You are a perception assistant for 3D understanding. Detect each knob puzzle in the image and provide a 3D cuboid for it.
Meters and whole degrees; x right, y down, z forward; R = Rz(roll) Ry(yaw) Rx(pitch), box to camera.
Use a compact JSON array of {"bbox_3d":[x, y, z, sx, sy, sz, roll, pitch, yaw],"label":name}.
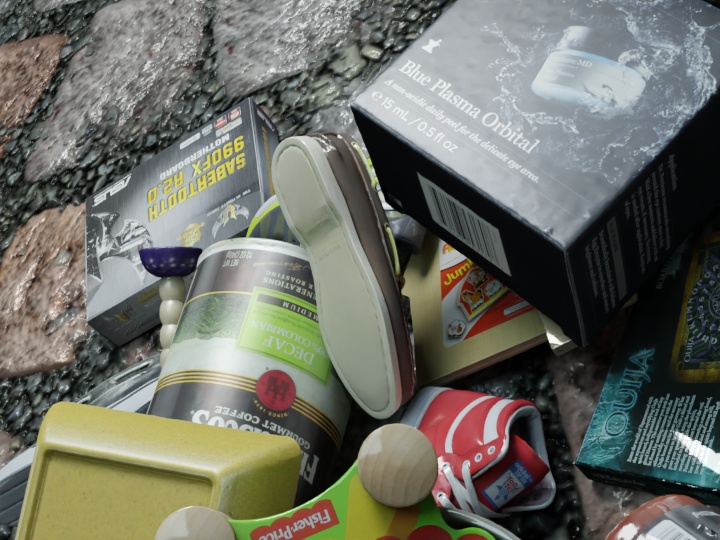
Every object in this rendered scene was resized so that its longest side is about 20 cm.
[{"bbox_3d":[0.117,-0.020,1.035,0.218,0.030,0.222,-26,44,28],"label":"knob puzzle"}]

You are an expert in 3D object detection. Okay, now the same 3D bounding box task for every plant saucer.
[{"bbox_3d":[-0.149,0.189,0.882,0.197,0.048,0.203,5,78,24],"label":"plant saucer"}]

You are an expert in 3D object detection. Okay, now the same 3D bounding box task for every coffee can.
[{"bbox_3d":[-0.079,0.100,1.016,0.145,0.146,0.202,-7,54,35],"label":"coffee can"}]

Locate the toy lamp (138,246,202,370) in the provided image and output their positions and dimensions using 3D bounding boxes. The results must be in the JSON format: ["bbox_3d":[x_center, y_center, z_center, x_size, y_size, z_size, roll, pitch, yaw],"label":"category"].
[{"bbox_3d":[-0.144,0.084,1.096,0.058,0.058,0.203,-4,85,36],"label":"toy lamp"}]

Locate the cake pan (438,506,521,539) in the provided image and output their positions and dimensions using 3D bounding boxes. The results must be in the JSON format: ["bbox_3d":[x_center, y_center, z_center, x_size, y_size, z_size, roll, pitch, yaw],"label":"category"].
[{"bbox_3d":[0.040,0.245,0.837,0.197,0.037,0.203,-5,72,15],"label":"cake pan"}]

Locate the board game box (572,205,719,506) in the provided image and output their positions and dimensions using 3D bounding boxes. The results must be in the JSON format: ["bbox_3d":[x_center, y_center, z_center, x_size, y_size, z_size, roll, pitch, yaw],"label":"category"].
[{"bbox_3d":[0.228,0.049,0.894,0.134,0.028,0.202,5,62,43],"label":"board game box"}]

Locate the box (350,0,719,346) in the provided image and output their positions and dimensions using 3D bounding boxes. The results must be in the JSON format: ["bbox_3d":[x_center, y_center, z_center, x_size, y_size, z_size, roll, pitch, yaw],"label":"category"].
[{"bbox_3d":[0.134,-0.097,0.929,0.200,0.118,0.196,-44,57,-14],"label":"box"}]

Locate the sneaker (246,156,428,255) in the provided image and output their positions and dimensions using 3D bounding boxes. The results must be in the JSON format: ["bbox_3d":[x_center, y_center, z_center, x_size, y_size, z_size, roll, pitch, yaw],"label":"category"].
[{"bbox_3d":[-0.022,-0.026,1.110,0.199,0.074,0.082,-25,43,38],"label":"sneaker"}]

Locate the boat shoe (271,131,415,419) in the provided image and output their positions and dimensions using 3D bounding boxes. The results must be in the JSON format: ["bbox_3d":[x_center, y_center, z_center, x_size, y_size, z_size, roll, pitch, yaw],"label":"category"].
[{"bbox_3d":[0.000,0.000,0.973,0.072,0.059,0.203,-27,82,47],"label":"boat shoe"}]

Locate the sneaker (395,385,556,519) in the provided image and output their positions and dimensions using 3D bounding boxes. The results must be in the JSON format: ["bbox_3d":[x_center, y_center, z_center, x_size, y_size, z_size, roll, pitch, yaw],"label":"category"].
[{"bbox_3d":[0.057,0.166,0.912,0.111,0.071,0.202,-2,55,41],"label":"sneaker"}]

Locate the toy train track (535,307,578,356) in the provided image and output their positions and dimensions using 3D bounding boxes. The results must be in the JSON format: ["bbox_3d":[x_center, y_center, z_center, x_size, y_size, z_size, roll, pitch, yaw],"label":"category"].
[{"bbox_3d":[0.120,-0.020,0.987,0.114,0.033,0.202,-28,48,14],"label":"toy train track"}]

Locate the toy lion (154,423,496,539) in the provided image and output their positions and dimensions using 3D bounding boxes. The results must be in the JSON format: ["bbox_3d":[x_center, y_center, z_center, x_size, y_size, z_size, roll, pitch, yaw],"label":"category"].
[{"bbox_3d":[0.003,0.199,0.795,0.197,0.069,0.194,-21,79,-4],"label":"toy lion"}]

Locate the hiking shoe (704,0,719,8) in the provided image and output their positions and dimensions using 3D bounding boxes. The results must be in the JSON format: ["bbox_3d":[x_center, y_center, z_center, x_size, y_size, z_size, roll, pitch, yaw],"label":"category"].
[{"bbox_3d":[0.181,-0.186,1.082,0.198,0.074,0.088,-21,48,25],"label":"hiking shoe"}]

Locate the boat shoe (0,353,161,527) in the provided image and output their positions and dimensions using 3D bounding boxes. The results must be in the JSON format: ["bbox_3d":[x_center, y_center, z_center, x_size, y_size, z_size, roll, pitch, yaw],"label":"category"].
[{"bbox_3d":[-0.223,0.142,1.169,0.198,0.072,0.071,-30,35,2],"label":"boat shoe"}]

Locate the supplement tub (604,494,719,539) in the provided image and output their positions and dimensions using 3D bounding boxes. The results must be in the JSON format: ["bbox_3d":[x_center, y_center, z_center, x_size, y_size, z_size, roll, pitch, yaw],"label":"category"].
[{"bbox_3d":[0.213,0.209,0.727,0.107,0.107,0.199,-50,43,-5],"label":"supplement tub"}]

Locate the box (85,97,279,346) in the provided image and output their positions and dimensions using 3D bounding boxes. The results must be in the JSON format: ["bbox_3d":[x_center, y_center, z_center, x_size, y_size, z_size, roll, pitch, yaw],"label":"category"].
[{"bbox_3d":[-0.160,-0.044,1.266,0.198,0.048,0.160,-29,44,19],"label":"box"}]
